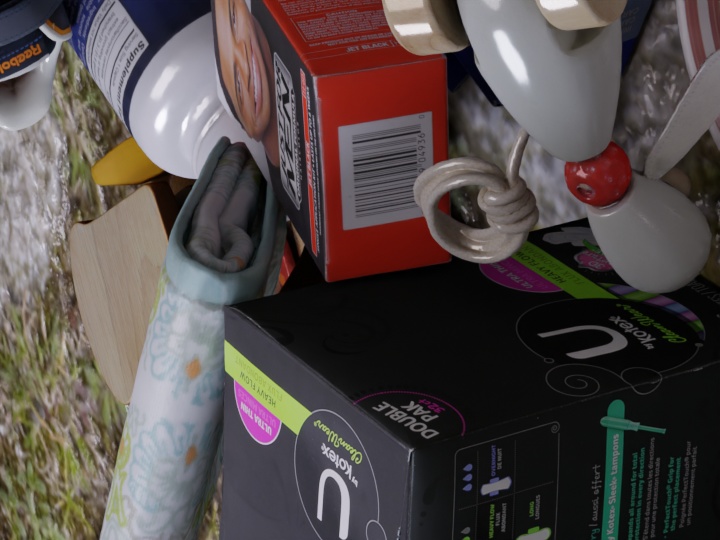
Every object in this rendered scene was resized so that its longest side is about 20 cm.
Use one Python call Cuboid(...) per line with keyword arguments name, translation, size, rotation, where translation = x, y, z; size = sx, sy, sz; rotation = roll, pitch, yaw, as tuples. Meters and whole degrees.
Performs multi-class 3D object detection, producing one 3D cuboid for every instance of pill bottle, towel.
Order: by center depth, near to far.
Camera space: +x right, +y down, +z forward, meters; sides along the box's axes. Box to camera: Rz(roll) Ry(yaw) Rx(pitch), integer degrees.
Cuboid(name="towel", translation=(-0.072, 0.041, 1.269), size=(0.200, 0.048, 0.171), rotation=(-73, -3, -69))
Cuboid(name="pill bottle", translation=(-0.084, -0.119, 1.420), size=(0.200, 0.111, 0.111), rotation=(54, 143, 32))

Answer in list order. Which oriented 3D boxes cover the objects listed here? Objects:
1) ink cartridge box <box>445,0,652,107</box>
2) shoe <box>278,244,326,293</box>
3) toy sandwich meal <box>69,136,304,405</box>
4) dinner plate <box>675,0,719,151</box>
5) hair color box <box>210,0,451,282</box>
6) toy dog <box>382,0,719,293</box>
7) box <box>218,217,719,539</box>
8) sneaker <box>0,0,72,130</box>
Cuboid(name="ink cartridge box", translation=(0.071, -0.168, 1.181), size=(0.137, 0.076, 0.200), rotation=(55, 145, 31))
Cuboid(name="shoe", translation=(0.000, 0.000, 1.288), size=(0.070, 0.053, 0.200), rotation=(-41, 24, 34))
Cuboid(name="toy sandwich meal", translation=(-0.093, -0.007, 1.521), size=(0.205, 0.070, 0.205), rotation=(31, 127, 51))
Cuboid(name="dinner plate", translation=(0.191, -0.101, 1.057), size=(0.200, 0.024, 0.200), rotation=(31, 128, 50))
Cuboid(name="hair color box", translation=(-0.017, -0.086, 1.234), size=(0.200, 0.061, 0.102), rotation=(-121, 25, -59))
Cuboid(name="toy dog", translation=(0.087, -0.088, 1.098), size=(0.132, 0.096, 0.200), rotation=(12, 145, 19))
Cuboid(name="box", translation=(0.060, 0.074, 1.172), size=(0.149, 0.200, 0.124), rotation=(35, 131, 49))
Cuboid(name="sneaker", translation=(-0.190, -0.147, 1.381), size=(0.200, 0.078, 0.079), rotation=(75, 169, -61))
